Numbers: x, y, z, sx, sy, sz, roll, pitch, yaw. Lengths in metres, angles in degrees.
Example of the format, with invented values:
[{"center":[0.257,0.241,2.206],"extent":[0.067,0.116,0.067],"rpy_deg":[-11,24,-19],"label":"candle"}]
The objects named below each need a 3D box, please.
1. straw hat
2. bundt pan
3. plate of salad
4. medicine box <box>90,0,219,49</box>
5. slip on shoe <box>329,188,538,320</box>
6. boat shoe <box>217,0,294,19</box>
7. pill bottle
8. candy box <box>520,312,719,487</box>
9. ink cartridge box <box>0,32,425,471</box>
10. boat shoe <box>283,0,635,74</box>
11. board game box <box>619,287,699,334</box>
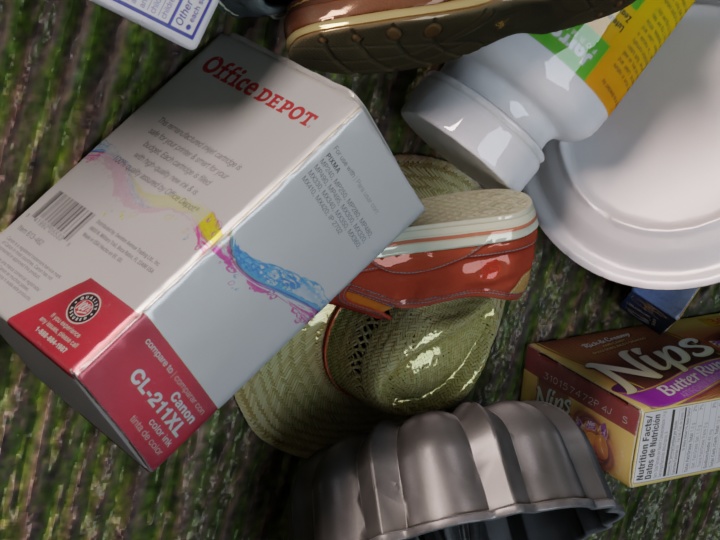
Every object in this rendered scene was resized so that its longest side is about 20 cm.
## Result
[{"center":[0.029,0.039,1.374],"extent":[0.200,0.085,0.202],"rpy_deg":[-14,116,-30],"label":"straw hat"},{"center":[0.048,0.128,1.376],"extent":[0.201,0.202,0.076],"rpy_deg":[-1,71,-35],"label":"bundt pan"},{"center":[0.188,-0.079,1.374],"extent":[0.200,0.200,0.048],"rpy_deg":[-52,150,-5],"label":"plate of salad"},{"center":[-0.135,-0.233,1.133],"extent":[0.200,0.103,0.183],"rpy_deg":[24,95,-39],"label":"medicine box"},{"center":[0.000,0.000,1.303],"extent":[0.199,0.074,0.061],"rpy_deg":[-7,111,1],"label":"slip on shoe"},{"center":[0.007,-0.177,1.282],"extent":[0.199,0.062,0.073],"rpy_deg":[-19,119,-28],"label":"boat shoe"},{"center":[0.114,-0.144,1.338],"extent":[0.200,0.111,0.111],"rpy_deg":[-53,129,-5],"label":"pill bottle"},{"center":[0.214,0.077,1.500],"extent":[0.199,0.117,0.057],"rpy_deg":[-6,112,-32],"label":"candy box"},{"center":[-0.088,-0.014,1.230],"extent":[0.200,0.146,0.083],"rpy_deg":[-43,127,-12],"label":"ink cartridge box"},{"center":[0.052,-0.154,1.252],"extent":[0.199,0.072,0.068],"rpy_deg":[-15,75,-9],"label":"boat shoe"},{"center":[0.230,-0.057,1.453],"extent":[0.035,0.135,0.200],"rpy_deg":[34,87,6],"label":"board game box"}]
